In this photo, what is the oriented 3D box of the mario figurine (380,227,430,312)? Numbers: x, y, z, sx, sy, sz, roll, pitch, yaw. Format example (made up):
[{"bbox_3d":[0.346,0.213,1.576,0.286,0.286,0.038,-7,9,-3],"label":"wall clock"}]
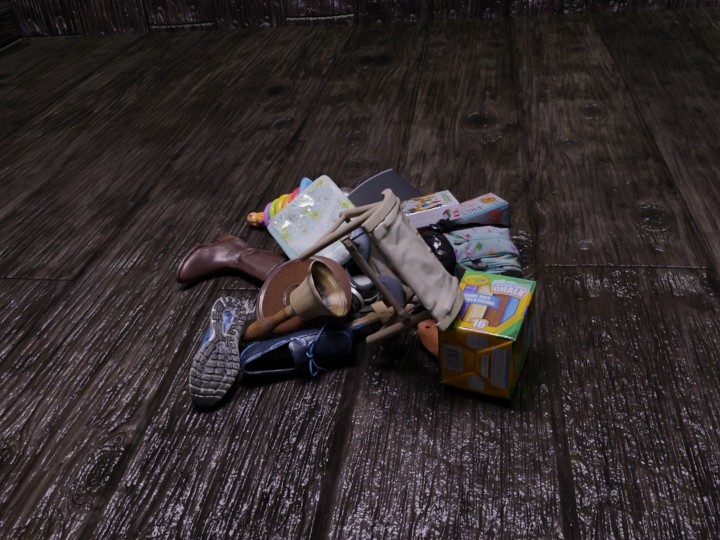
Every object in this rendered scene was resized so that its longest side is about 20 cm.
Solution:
[{"bbox_3d":[0.113,0.004,1.392,0.123,0.106,0.201,35,51,-5],"label":"mario figurine"}]

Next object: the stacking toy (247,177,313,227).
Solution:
[{"bbox_3d":[-0.178,-0.125,1.596,0.197,0.116,0.112,-6,58,28],"label":"stacking toy"}]

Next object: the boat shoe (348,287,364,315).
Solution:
[{"bbox_3d":[-0.084,0.056,1.326,0.198,0.073,0.061,10,39,37],"label":"boat shoe"}]

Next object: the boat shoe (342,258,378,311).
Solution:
[{"bbox_3d":[0.000,0.000,1.403,0.074,0.061,0.201,-11,34,-9],"label":"boat shoe"}]

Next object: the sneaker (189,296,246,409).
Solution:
[{"bbox_3d":[-0.242,0.149,1.212,0.077,0.090,0.203,17,51,-6],"label":"sneaker"}]

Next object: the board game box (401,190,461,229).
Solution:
[{"bbox_3d":[0.134,-0.124,1.454,0.124,0.035,0.200,-13,13,3],"label":"board game box"}]

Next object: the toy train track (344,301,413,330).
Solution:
[{"bbox_3d":[0.005,0.104,1.268,0.197,0.033,0.115,-19,17,-5],"label":"toy train track"}]

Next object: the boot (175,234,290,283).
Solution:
[{"bbox_3d":[-0.252,-0.001,1.450,0.198,0.065,0.186,22,43,28],"label":"boot"}]

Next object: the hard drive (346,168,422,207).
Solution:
[{"bbox_3d":[0.047,-0.153,1.599,0.135,0.043,0.199,42,52,15],"label":"hard drive"}]

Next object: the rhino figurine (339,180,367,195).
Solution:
[{"bbox_3d":[-0.067,-0.166,1.664,0.196,0.061,0.088,-5,32,0],"label":"rhino figurine"}]

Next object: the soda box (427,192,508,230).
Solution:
[{"bbox_3d":[0.224,-0.101,1.520,0.197,0.065,0.068,-21,36,-21],"label":"soda box"}]

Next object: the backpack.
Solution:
[{"bbox_3d":[0.191,-0.011,1.270,0.196,0.167,0.129,-6,68,-25],"label":"backpack"}]

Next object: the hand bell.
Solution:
[{"bbox_3d":[-0.130,0.076,1.211,0.198,0.104,0.105,-30,26,21],"label":"hand bell"}]

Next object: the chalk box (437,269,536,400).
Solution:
[{"bbox_3d":[0.214,0.087,1.149,0.122,0.127,0.201,10,38,23],"label":"chalk box"}]

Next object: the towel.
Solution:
[{"bbox_3d":[-0.082,-0.084,1.429,0.170,0.048,0.201,-39,56,-1],"label":"towel"}]

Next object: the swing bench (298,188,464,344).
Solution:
[{"bbox_3d":[0.045,-0.006,1.113,0.199,0.200,0.130,-19,23,52],"label":"swing bench"}]

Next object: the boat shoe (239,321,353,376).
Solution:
[{"bbox_3d":[-0.105,0.148,1.189,0.197,0.086,0.069,-19,14,4],"label":"boat shoe"}]

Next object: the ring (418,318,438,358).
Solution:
[{"bbox_3d":[0.201,0.108,1.250,0.196,0.020,0.202,-4,32,3],"label":"ring"}]

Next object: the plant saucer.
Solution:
[{"bbox_3d":[-0.112,0.054,1.276,0.197,0.035,0.204,-12,58,19],"label":"plant saucer"}]
